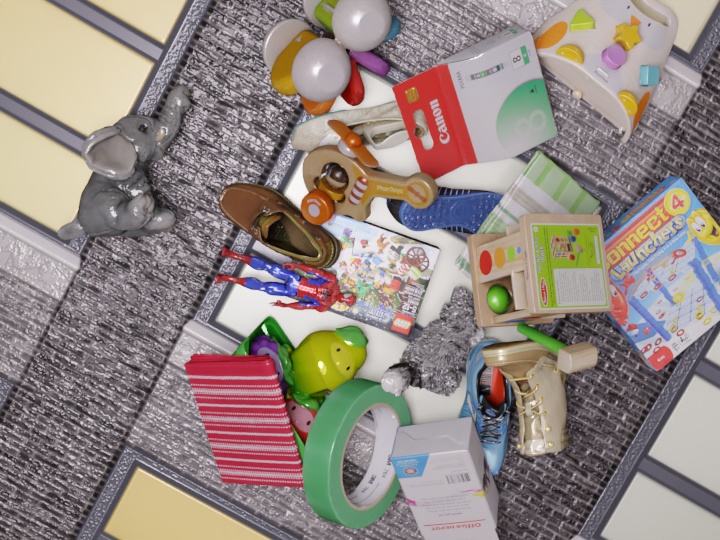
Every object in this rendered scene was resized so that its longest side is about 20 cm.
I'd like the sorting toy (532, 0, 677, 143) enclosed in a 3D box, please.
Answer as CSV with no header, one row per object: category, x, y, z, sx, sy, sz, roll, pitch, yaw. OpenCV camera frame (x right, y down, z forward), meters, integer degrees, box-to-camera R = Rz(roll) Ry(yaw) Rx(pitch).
sorting toy,0.356,-0.317,1.487,0.199,0.107,0.181,37,76,-5

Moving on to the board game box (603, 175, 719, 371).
board game box,0.434,0.004,1.535,0.200,0.056,0.196,-40,96,4

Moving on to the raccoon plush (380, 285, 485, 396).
raccoon plush,0.116,0.103,1.482,0.096,0.200,0.135,32,109,8

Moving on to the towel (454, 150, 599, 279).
towel,0.236,-0.052,1.519,0.149,0.031,0.201,34,94,-33

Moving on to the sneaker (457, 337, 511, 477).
sneaker,0.179,0.203,1.538,0.077,0.090,0.203,-2,100,-1

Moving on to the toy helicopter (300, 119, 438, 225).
toy helicopter,0.011,-0.127,1.434,0.198,0.079,0.134,10,118,25

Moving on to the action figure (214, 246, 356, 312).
action figure,-0.102,0.019,1.496,0.197,0.052,0.066,14,94,-5

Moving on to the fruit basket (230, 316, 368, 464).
fruit basket,-0.082,0.157,1.511,0.212,0.156,0.219,4,107,13

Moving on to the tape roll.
tape roll,-0.001,0.255,1.494,0.048,0.199,0.204,8,99,35

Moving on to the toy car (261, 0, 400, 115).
toy car,-0.025,-0.300,1.449,0.150,0.175,0.201,36,96,-36

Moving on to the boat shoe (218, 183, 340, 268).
boat shoe,-0.120,-0.068,1.485,0.198,0.068,0.073,26,99,17

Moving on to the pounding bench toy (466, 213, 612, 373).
pounding bench toy,0.233,0.040,1.414,0.123,0.156,0.203,-1,80,-27

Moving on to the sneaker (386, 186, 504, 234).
sneaker,0.132,-0.090,1.515,0.197,0.078,0.071,4,109,-24

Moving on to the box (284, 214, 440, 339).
box,0.000,0.000,1.536,0.198,0.038,0.138,19,96,-3

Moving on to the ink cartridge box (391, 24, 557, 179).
ink cartridge box,0.160,-0.220,1.467,0.198,0.050,0.162,-27,121,-8

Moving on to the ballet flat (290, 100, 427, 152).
ballet flat,-0.001,-0.192,1.492,0.197,0.068,0.063,-15,57,1

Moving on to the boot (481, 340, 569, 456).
boot,0.233,0.177,1.480,0.072,0.199,0.158,-4,81,34

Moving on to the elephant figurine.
elephant figurine,-0.324,-0.151,1.482,0.140,0.154,0.203,-8,86,43

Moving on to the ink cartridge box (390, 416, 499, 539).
ink cartridge box,0.128,0.310,1.529,0.114,0.068,0.202,-9,123,19

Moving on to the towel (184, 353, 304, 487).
towel,-0.155,0.205,1.463,0.143,0.022,0.202,-2,114,28
